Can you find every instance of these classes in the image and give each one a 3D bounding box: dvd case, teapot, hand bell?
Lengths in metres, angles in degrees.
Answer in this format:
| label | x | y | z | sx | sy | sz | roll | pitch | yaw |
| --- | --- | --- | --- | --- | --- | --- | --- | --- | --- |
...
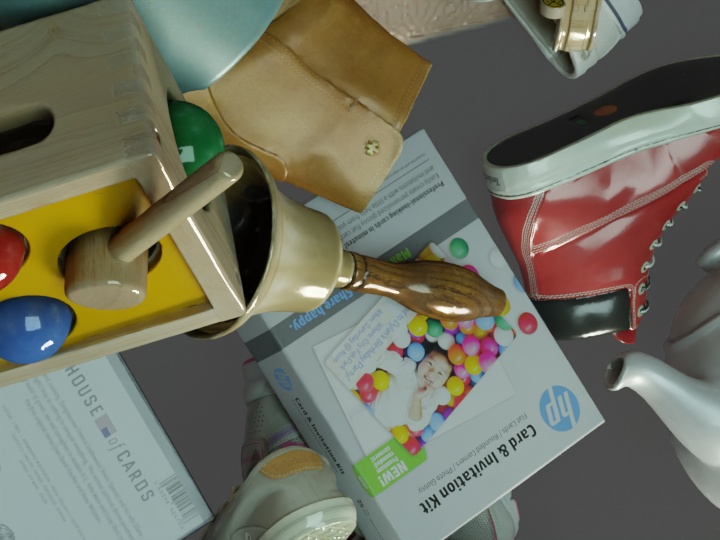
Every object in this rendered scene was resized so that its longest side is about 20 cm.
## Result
| label | x | y | z | sx | sy | sz | roll | pitch | yaw |
| --- | --- | --- | --- | --- | --- | --- | --- | --- | --- |
| dvd case | -0.199 | 0.125 | 1.603 | 0.200 | 0.025 | 0.151 | -32 | 105 | -13 |
| teapot | 0.256 | 0.041 | 1.794 | 0.197 | 0.200 | 0.146 | -35 | 90 | 7 |
| hand bell | 0.000 | 0.000 | 1.620 | 0.200 | 0.104 | 0.104 | 11 | 100 | -37 |

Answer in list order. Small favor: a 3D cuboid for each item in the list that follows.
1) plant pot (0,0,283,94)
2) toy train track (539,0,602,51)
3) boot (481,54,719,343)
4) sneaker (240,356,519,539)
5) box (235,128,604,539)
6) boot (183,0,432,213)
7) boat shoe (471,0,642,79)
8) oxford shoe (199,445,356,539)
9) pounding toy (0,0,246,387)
| label | x | y | z | sx | sy | sz | roll | pitch | yaw |
| --- | --- | --- | --- | --- | --- | --- | --- | --- | --- |
| plant pot | -0.144 | -0.193 | 1.512 | 0.196 | 0.200 | 0.200 | 40 | 85 | -37 |
| toy train track | 0.087 | -0.165 | 1.653 | 0.199 | 0.033 | 0.115 | 0 | 124 | -9 |
| boot | 0.180 | -0.038 | 1.781 | 0.199 | 0.072 | 0.145 | -23 | 114 | -10 |
| sneaker | 0.003 | 0.128 | 1.719 | 0.200 | 0.081 | 0.088 | 30 | 61 | -23 |
| box | 0.025 | 0.043 | 1.679 | 0.156 | 0.041 | 0.200 | -33 | 93 | -29 |
| boot | -0.059 | -0.070 | 1.630 | 0.144 | 0.071 | 0.201 | 37 | 79 | -9 |
| boat shoe | 0.081 | -0.185 | 1.691 | 0.070 | 0.071 | 0.200 | -50 | 126 | -9 |
| oxford shoe | -0.057 | 0.149 | 1.654 | 0.075 | 0.200 | 0.058 | -16 | 73 | -27 |
| pounding toy | -0.138 | -0.031 | 1.462 | 0.199 | 0.143 | 0.184 | -16 | 147 | 7 |
